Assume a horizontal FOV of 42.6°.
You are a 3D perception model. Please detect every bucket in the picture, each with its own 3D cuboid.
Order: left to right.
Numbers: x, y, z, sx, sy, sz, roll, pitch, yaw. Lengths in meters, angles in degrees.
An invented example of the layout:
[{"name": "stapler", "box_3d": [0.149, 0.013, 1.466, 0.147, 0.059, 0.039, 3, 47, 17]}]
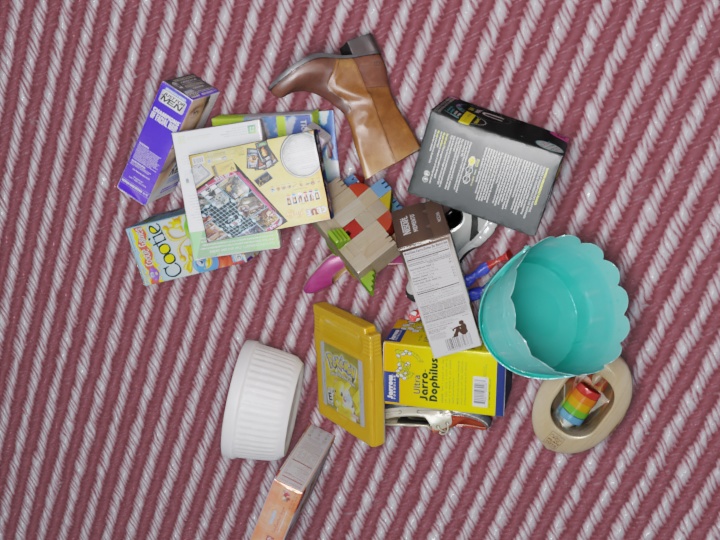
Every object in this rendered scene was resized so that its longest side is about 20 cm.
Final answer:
[{"name": "bucket", "box_3d": [0.279, 0.061, 1.369, 0.204, 0.135, 0.211, 4, 77, -18]}]

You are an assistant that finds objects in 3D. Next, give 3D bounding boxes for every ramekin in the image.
[{"name": "ramekin", "box_3d": [-0.162, 0.225, 1.567, 0.103, 0.200, 0.203, 11, 110, 3]}]

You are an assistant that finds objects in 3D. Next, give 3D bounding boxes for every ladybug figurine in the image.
[{"name": "ladybug figurine", "box_3d": [0.351, 0.203, 1.473, 0.135, 0.072, 0.201, 35, 113, 2]}]

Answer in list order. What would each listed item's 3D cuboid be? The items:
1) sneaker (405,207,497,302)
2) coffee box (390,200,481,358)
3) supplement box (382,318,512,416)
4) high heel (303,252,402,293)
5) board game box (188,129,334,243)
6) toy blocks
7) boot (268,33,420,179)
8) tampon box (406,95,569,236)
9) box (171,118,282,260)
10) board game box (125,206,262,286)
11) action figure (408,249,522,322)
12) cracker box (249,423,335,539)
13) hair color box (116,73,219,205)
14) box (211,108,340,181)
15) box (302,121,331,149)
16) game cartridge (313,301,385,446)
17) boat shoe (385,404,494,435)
[{"name": "sneaker", "box_3d": [0.127, -0.037, 1.450, 0.079, 0.074, 0.201, 24, 111, -35]}, {"name": "coffee box", "box_3d": [0.113, 0.011, 1.372, 0.079, 0.114, 0.202, -16, 120, 6]}, {"name": "supplement box", "box_3d": [0.143, 0.155, 1.498, 0.197, 0.109, 0.111, 4, 109, 15]}, {"name": "high heel", "box_3d": [0.000, 0.000, 1.515, 0.199, 0.067, 0.096, -38, 84, 10]}, {"name": "board game box", "box_3d": [-0.149, -0.127, 1.396, 0.197, 0.035, 0.138, -9, 98, 10]}, {"name": "toy blocks", "box_3d": [0.007, -0.082, 1.449, 0.136, 0.100, 0.200, -38, 69, -7]}, {"name": "boot", "box_3d": [-0.025, -0.235, 1.412, 0.186, 0.068, 0.202, -24, 95, -19]}, {"name": "tampon box", "box_3d": [0.192, -0.158, 1.363, 0.198, 0.150, 0.128, 20, 112, 9]}, {"name": "box", "box_3d": [-0.207, -0.126, 1.444, 0.142, 0.036, 0.203, -7, 99, 5]}, {"name": "board game box", "box_3d": [-0.273, -0.055, 1.556, 0.197, 0.105, 0.104, -12, 103, 20]}, {"name": "action figure", "box_3d": [0.162, 0.035, 1.490, 0.198, 0.052, 0.066, -28, 103, 24]}, {"name": "cracker box", "box_3d": [-0.114, 0.372, 1.592, 0.057, 0.200, 0.135, 25, 113, 7]}, {"name": "hair color box", "box_3d": [-0.314, -0.215, 1.515, 0.064, 0.109, 0.202, 31, 113, 5]}, {"name": "box", "box_3d": [-0.137, -0.195, 1.503, 0.197, 0.048, 0.124, 0, 108, 17]}, {"name": "box", "box_3d": [-0.116, -0.142, 1.466, 0.039, 0.041, 0.201, 36, 115, 2]}, {"name": "game cartridge", "box_3d": [-0.022, 0.169, 1.538, 0.175, 0.032, 0.203, 20, 119, 54]}, {"name": "boat shoe", "box_3d": [0.123, 0.242, 1.544, 0.197, 0.063, 0.072, 9, 146, 15]}]
